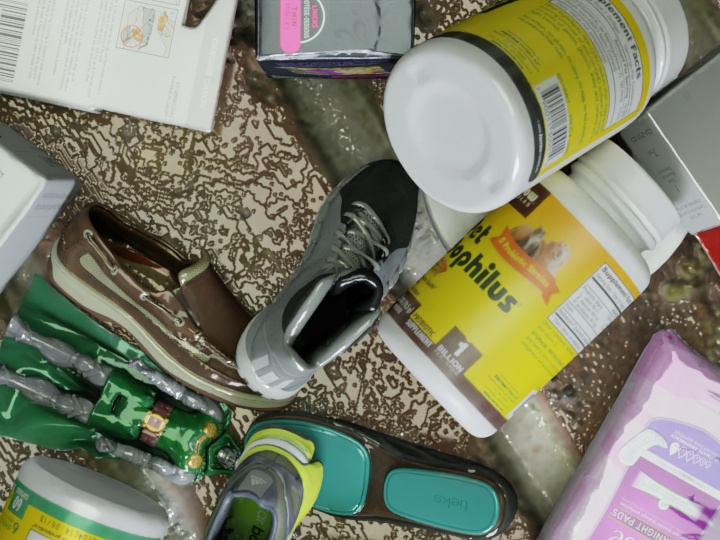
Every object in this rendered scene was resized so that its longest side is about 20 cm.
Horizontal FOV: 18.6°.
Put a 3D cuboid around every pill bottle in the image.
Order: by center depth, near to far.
[{"bbox_3d":[0.118,-0.125,1.413,0.200,0.114,0.115,-31,92,-41],"label":"pill bottle"},{"bbox_3d":[0.115,0.008,1.461,0.200,0.109,0.109,-44,91,0],"label":"pill bottle"},{"bbox_3d":[-0.220,0.241,1.533,0.112,0.113,0.201,23,92,-1],"label":"pill bottle"}]

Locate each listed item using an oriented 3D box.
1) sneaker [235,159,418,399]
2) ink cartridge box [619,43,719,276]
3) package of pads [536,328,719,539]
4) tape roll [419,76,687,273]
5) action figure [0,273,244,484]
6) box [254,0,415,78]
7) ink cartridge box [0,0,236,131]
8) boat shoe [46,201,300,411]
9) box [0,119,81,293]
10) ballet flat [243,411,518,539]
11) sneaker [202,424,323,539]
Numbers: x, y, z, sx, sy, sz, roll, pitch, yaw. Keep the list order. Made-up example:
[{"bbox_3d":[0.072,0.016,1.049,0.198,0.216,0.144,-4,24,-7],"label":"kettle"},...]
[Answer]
[{"bbox_3d":[0.000,0.000,1.501,0.075,0.115,0.200,37,67,-13],"label":"sneaker"},{"bbox_3d":[0.299,-0.083,1.517,0.200,0.045,0.177,-38,96,-26],"label":"ink cartridge box"},{"bbox_3d":[0.214,0.153,1.552,0.120,0.076,0.201,30,91,2],"label":"package of pads"},{"bbox_3d":[0.138,-0.075,1.549,0.201,0.071,0.203,0,92,-1],"label":"tape roll"},{"bbox_3d":[-0.167,0.097,1.562,0.199,0.055,0.119,25,88,-5],"label":"action figure"},{"bbox_3d":[-0.017,-0.194,1.480,0.106,0.200,0.123,0,91,-1],"label":"box"},{"bbox_3d":[-0.170,-0.210,1.549,0.175,0.045,0.201,12,92,0],"label":"ink cartridge box"},{"bbox_3d":[-0.123,0.023,1.536,0.202,0.075,0.075,30,128,-1],"label":"boat shoe"},{"bbox_3d":[-0.305,-0.021,1.482,0.131,0.199,0.200,38,90,-2],"label":"box"},{"bbox_3d":[0.016,0.145,1.548,0.199,0.068,0.068,17,101,16],"label":"ballet flat"},{"bbox_3d":[-0.087,0.205,1.526,0.074,0.081,0.201,21,116,14],"label":"sneaker"}]
